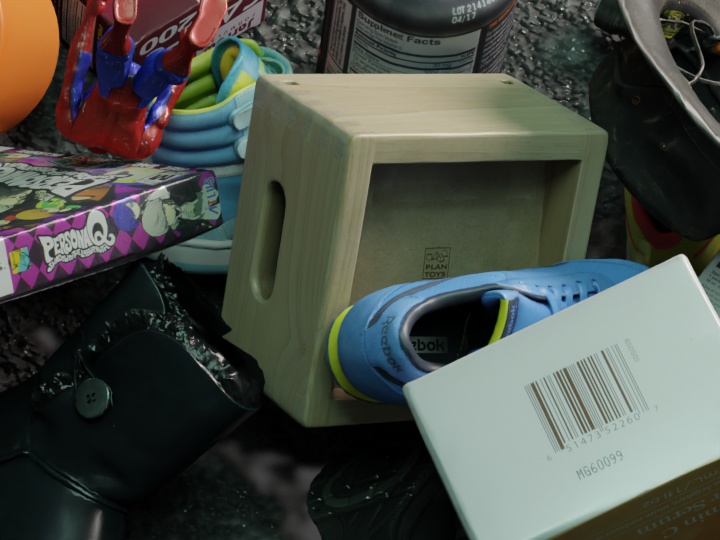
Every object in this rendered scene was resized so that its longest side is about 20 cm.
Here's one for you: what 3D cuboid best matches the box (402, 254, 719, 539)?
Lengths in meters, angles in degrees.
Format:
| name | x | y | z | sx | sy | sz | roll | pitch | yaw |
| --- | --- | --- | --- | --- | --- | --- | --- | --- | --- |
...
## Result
| name | x | y | z | sx | sy | sz | roll | pitch | yaw |
| --- | --- | --- | --- | --- | --- | --- | --- | --- | --- |
| box | 0.126 | 0.106 | 1.429 | 0.152 | 0.200 | 0.106 | -26 | 61 | 1 |

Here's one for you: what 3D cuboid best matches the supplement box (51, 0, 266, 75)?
| name | x | y | z | sx | sy | sz | roll | pitch | yaw |
| --- | --- | --- | --- | --- | --- | --- | --- | --- | --- |
| supplement box | -0.158 | -0.201 | 1.706 | 0.109 | 0.061 | 0.200 | -35 | 68 | -26 |

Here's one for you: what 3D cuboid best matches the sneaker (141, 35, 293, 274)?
| name | x | y | z | sx | sy | sz | roll | pitch | yaw |
| --- | --- | --- | --- | --- | --- | --- | --- | --- | --- |
| sneaker | -0.026 | -0.066 | 1.583 | 0.200 | 0.131 | 0.080 | -4 | 33 | -10 |

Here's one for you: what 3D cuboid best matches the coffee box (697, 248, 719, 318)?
| name | x | y | z | sx | sy | sz | roll | pitch | yaw |
| --- | --- | --- | --- | --- | --- | --- | --- | --- | --- |
| coffee box | 0.245 | 0.003 | 1.586 | 0.080 | 0.114 | 0.200 | 32 | 59 | 15 |

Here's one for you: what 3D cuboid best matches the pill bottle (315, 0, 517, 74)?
| name | x | y | z | sx | sy | sz | roll | pitch | yaw |
| --- | --- | --- | --- | --- | --- | --- | --- | --- | --- |
| pill bottle | 0.034 | -0.148 | 1.609 | 0.106 | 0.200 | 0.106 | 3 | 56 | -5 |

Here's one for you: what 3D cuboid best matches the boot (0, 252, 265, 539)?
| name | x | y | z | sx | sy | sz | roll | pitch | yaw |
| --- | --- | --- | --- | --- | --- | --- | --- | --- | --- |
| boot | -0.118 | 0.108 | 1.447 | 0.168 | 0.076 | 0.200 | -38 | 55 | 16 |

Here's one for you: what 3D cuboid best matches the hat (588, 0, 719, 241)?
| name | x | y | z | sx | sy | sz | roll | pitch | yaw |
| --- | --- | --- | --- | --- | --- | --- | --- | --- | --- |
| hat | 0.172 | -0.072 | 1.509 | 0.201 | 0.081 | 0.201 | 41 | 23 | -22 |

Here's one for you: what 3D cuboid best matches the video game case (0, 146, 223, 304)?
| name | x | y | z | sx | sy | sz | roll | pitch | yaw |
| --- | --- | --- | --- | --- | --- | --- | --- | --- | --- |
| video game case | -0.203 | -0.023 | 1.499 | 0.181 | 0.036 | 0.200 | -20 | 19 | -40 |

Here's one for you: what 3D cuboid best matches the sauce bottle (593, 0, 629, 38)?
| name | x | y | z | sx | sy | sz | roll | pitch | yaw |
| --- | --- | --- | --- | --- | --- | --- | --- | --- | --- |
| sauce bottle | 0.232 | -0.118 | 1.695 | 0.200 | 0.065 | 0.065 | 30 | 58 | 13 |

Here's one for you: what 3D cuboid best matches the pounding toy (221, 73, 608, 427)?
| name | x | y | z | sx | sy | sz | roll | pitch | yaw |
| --- | --- | --- | --- | --- | --- | --- | --- | --- | --- |
| pounding toy | 0.000 | 0.000 | 1.521 | 0.184 | 0.200 | 0.142 | -2 | 22 | -31 |

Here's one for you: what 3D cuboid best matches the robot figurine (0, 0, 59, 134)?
| name | x | y | z | sx | sy | sz | roll | pitch | yaw |
| --- | --- | --- | --- | --- | --- | --- | --- | --- | --- |
| robot figurine | -0.235 | -0.125 | 1.572 | 0.144 | 0.200 | 0.117 | -24 | 85 | 13 |

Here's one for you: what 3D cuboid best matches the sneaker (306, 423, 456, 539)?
| name | x | y | z | sx | sy | sz | roll | pitch | yaw |
| --- | --- | --- | --- | --- | --- | --- | --- | --- | --- |
| sneaker | 0.017 | 0.156 | 1.485 | 0.076 | 0.091 | 0.200 | -15 | 30 | 22 |

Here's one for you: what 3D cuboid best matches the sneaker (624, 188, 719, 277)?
| name | x | y | z | sx | sy | sz | roll | pitch | yaw |
| --- | --- | --- | --- | --- | --- | --- | --- | --- | --- |
| sneaker | 0.189 | -0.084 | 1.616 | 0.078 | 0.090 | 0.200 | 4 | 74 | 15 |

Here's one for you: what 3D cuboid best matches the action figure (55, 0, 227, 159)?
| name | x | y | z | sx | sy | sz | roll | pitch | yaw |
| --- | --- | --- | --- | --- | --- | --- | --- | --- | --- |
| action figure | -0.110 | -0.121 | 1.480 | 0.065 | 0.200 | 0.099 | 19 | 66 | -9 |

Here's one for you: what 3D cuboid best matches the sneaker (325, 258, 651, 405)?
| name | x | y | z | sx | sy | sz | roll | pitch | yaw |
| --- | --- | --- | --- | --- | --- | --- | --- | --- | --- |
| sneaker | 0.084 | 0.030 | 1.439 | 0.200 | 0.078 | 0.066 | -7 | 86 | -30 |
